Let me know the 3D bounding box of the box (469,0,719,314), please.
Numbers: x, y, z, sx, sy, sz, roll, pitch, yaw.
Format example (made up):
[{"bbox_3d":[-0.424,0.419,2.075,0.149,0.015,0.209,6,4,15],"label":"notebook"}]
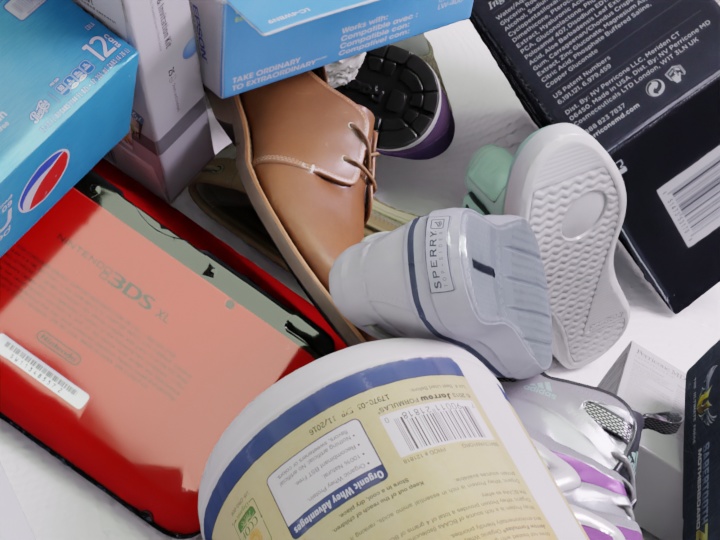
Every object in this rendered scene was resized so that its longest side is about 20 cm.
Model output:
[{"bbox_3d":[0.159,-0.114,1.098,0.201,0.117,0.197,58,6,34],"label":"box"}]

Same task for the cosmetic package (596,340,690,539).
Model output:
[{"bbox_3d":[0.210,0.126,0.972,0.199,0.051,0.083,32,38,-1],"label":"cosmetic package"}]

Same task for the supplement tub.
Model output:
[{"bbox_3d":[0.031,0.143,0.725,0.143,0.145,0.201,3,43,-36],"label":"supplement tub"}]

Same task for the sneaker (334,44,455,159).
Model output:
[{"bbox_3d":[-0.035,-0.118,1.089,0.199,0.076,0.088,32,0,18],"label":"sneaker"}]

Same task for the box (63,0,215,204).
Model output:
[{"bbox_3d":[-0.146,-0.133,0.866,0.155,0.200,0.041,35,70,17],"label":"box"}]

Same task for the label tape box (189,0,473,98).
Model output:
[{"bbox_3d":[-0.025,-0.142,0.905,0.142,0.067,0.200,-20,34,-21],"label":"label tape box"}]

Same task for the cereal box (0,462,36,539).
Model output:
[{"bbox_3d":[-0.180,0.129,0.669,0.143,0.040,0.201,-2,47,-40],"label":"cereal box"}]

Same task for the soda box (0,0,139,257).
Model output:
[{"bbox_3d":[-0.182,-0.033,0.776,0.064,0.068,0.200,37,61,9],"label":"soda box"}]

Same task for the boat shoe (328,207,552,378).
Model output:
[{"bbox_3d":[0.039,0.007,0.824,0.200,0.066,0.074,36,50,-68],"label":"boat shoe"}]

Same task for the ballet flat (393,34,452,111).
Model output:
[{"bbox_3d":[-0.007,-0.173,1.165,0.200,0.063,0.067,45,37,18],"label":"ballet flat"}]

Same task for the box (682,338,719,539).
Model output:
[{"bbox_3d":[0.237,0.145,0.897,0.156,0.051,0.202,16,59,-12],"label":"box"}]

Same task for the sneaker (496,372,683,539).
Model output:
[{"bbox_3d":[0.119,0.114,0.867,0.139,0.078,0.200,-30,67,-36],"label":"sneaker"}]

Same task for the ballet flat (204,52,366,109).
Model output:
[{"bbox_3d":[-0.089,-0.106,1.000,0.198,0.072,0.072,-10,44,-5],"label":"ballet flat"}]

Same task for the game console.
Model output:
[{"bbox_3d":[-0.117,0.022,0.874,0.199,0.119,0.173,34,65,4],"label":"game console"}]

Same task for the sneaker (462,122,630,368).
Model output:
[{"bbox_3d":[0.084,-0.036,0.985,0.073,0.201,0.118,-34,59,-9],"label":"sneaker"}]

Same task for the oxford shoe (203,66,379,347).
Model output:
[{"bbox_3d":[-0.019,-0.045,0.888,0.071,0.071,0.201,56,9,-54],"label":"oxford shoe"}]

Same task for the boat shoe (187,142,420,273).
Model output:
[{"bbox_3d":[0.000,-0.002,0.954,0.200,0.073,0.063,40,47,13],"label":"boat shoe"}]
